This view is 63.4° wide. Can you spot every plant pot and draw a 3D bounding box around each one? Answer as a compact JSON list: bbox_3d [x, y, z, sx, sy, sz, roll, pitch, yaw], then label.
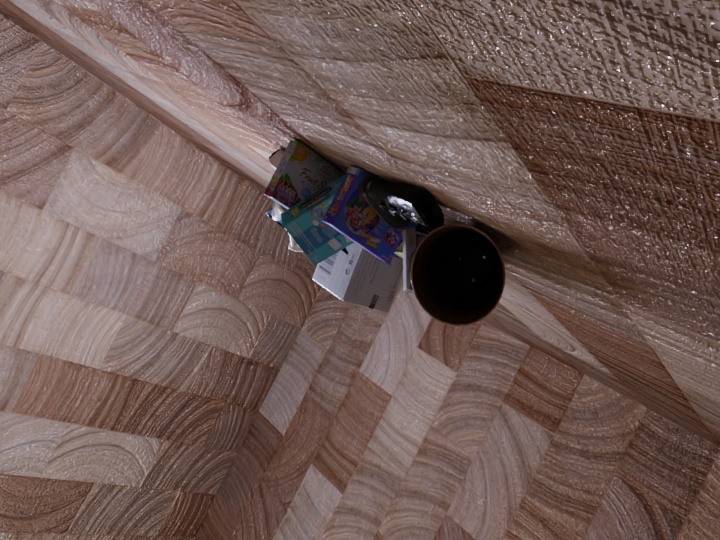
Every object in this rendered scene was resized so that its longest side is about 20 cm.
[{"bbox_3d":[0.213,-0.002,1.189,0.183,0.192,0.199,29,-165,15],"label":"plant pot"}]

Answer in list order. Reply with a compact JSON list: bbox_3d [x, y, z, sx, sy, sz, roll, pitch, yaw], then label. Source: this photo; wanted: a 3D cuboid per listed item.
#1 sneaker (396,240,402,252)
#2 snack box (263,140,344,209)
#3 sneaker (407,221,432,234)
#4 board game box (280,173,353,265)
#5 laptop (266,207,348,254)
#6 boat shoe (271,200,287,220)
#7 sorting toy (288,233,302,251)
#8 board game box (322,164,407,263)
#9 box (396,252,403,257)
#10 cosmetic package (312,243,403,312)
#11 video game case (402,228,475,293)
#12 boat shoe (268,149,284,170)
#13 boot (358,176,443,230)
[{"bbox_3d":[0.076,-0.101,1.742,0.089,0.079,0.199,28,-172,-46],"label":"sneaker"},{"bbox_3d":[-0.114,-0.195,1.394,0.197,0.146,0.052,30,175,-35],"label":"snack box"},{"bbox_3d":[0.195,-0.060,1.381,0.197,0.072,0.077,29,169,-37],"label":"sneaker"},{"bbox_3d":[-0.065,-0.119,1.363,0.152,0.196,0.048,52,-167,-42],"label":"board game box"},{"bbox_3d":[-0.147,-0.103,1.578,0.176,0.104,0.201,37,-168,-35],"label":"laptop"},{"bbox_3d":[-0.187,-0.212,1.470,0.070,0.205,0.068,37,137,-28],"label":"boat shoe"},{"bbox_3d":[-0.133,-0.140,1.741,0.175,0.108,0.203,21,145,17],"label":"sorting toy"},{"bbox_3d":[0.023,-0.121,1.301,0.198,0.137,0.044,32,176,-41],"label":"board game box"},{"bbox_3d":[0.190,-0.047,1.852,0.115,0.049,0.199,31,176,-24],"label":"box"},{"bbox_3d":[0.000,0.000,1.682,0.196,0.170,0.163,16,-171,-43],"label":"cosmetic package"},{"bbox_3d":[0.181,-0.003,1.299,0.194,0.148,0.018,14,153,-24],"label":"video game case"},{"bbox_3d":[-0.175,-0.246,1.584,0.201,0.074,0.093,54,-179,38],"label":"boat shoe"},{"bbox_3d":[0.104,-0.124,1.197,0.163,0.067,0.198,30,175,-37],"label":"boot"}]
